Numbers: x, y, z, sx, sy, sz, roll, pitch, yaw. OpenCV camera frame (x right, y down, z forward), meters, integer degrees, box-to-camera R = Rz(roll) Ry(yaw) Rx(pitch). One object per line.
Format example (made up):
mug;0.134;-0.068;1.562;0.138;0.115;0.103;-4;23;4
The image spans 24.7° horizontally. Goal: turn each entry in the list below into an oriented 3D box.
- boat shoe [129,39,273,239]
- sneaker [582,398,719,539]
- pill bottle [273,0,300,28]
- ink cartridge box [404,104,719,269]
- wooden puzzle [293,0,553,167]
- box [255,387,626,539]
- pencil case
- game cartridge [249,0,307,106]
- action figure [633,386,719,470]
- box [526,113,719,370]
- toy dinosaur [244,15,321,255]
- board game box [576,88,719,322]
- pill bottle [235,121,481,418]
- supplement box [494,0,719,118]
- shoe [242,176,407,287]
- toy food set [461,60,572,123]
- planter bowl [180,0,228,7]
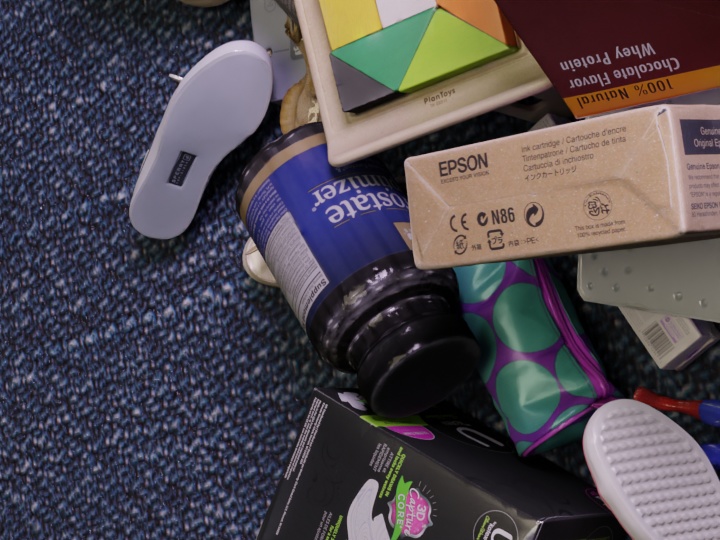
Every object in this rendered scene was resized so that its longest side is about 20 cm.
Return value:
boat shoe;-0.129;-0.122;1.345;0.086;0.074;0.202;-93;27;-49
sneaker;0.198;0.173;1.056;0.200;0.075;0.105;46;151;-5
pill bottle;-0.009;-0.221;1.207;0.200;0.114;0.114;49;112;25
ink cartridge box;0.153;-0.049;0.986;0.200;0.164;0.075;-8;89;44
wooden puzzle;0.031;-0.188;1.087;0.185;0.037;0.201;-18;76;31
box;0.060;0.178;1.146;0.200;0.148;0.125;29;102;33
pencil case;0.113;0.028;1.160;0.092;0.085;0.201;-40;65;42
game cartridge;-0.028;-0.235;1.310;0.133;0.040;0.201;-3;84;31
action figure;0.259;0.112;1.049;0.199;0.099;0.066;3;89;32
box;0.177;-0.021;1.147;0.041;0.039;0.200;-43;64;24
toy dinosaur;-0.033;-0.105;1.269;0.101;0.058;0.201;11;96;47
board game box;0.229;-0.069;1.043;0.200;0.026;0.201;9;100;44
pill bottle;0.000;0.000;1.150;0.112;0.112;0.200;-46;56;23
supplement box;0.177;-0.216;0.946;0.197;0.200;0.133;-10;51;33
shoe;-0.019;-0.034;1.275;0.199;0.053;0.070;-18;76;32
toy food set;0.100;-0.208;1.152;0.060;0.143;0.201;-9;81;32
planter bowl;-0.160;-0.325;1.322;0.200;0.134;0.201;-10;76;46
